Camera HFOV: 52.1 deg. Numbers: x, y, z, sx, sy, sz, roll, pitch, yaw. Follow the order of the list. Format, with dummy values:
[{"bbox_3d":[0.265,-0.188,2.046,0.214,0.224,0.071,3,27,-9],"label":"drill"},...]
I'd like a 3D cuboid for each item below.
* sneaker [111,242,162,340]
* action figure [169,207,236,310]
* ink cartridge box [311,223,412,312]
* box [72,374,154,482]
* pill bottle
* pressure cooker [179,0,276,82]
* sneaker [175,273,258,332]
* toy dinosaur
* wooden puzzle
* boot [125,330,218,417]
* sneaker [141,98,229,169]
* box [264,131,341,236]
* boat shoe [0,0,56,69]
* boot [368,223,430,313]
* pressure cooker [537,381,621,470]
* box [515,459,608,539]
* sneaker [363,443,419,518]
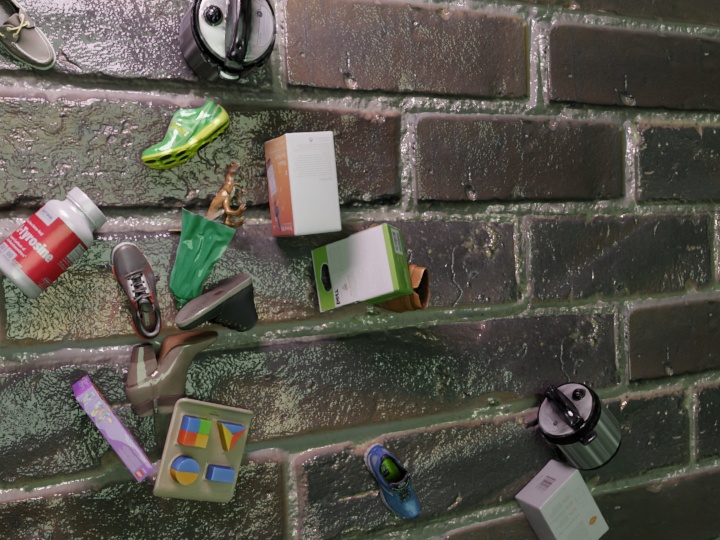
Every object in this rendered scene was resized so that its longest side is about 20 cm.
[{"bbox_3d":[-0.431,0.041,1.454,0.076,0.082,0.204,-22,100,-23],"label":"sneaker"},{"bbox_3d":[-0.338,-0.012,1.497,0.116,0.055,0.204,22,99,2],"label":"action figure"},{"bbox_3d":[0.000,0.000,1.617,0.075,0.197,0.151,14,62,-61],"label":"ink cartridge box"},{"bbox_3d":[-0.476,0.300,1.411,0.039,0.136,0.202,-36,106,-19],"label":"box"},{"bbox_3d":[-0.574,-0.055,1.368,0.200,0.112,0.113,-48,109,-17],"label":"pill bottle"},{"bbox_3d":[-0.259,-0.470,1.449,0.178,0.199,0.177,-41,106,-19],"label":"pressure cooker"},{"bbox_3d":[-0.282,0.096,1.500,0.199,0.074,0.108,-34,118,-42],"label":"sneaker"},{"bbox_3d":[-0.295,-0.129,1.538,0.105,0.061,0.202,32,80,14],"label":"toy dinosaur"},{"bbox_3d":[-0.316,0.378,1.517,0.183,0.046,0.204,19,84,-38],"label":"wooden puzzle"},{"bbox_3d":[-0.379,0.213,1.499,0.196,0.070,0.150,-10,102,-24],"label":"boot"},{"bbox_3d":[-0.362,-0.276,1.495,0.199,0.074,0.084,-36,81,-17],"label":"sneaker"},{"bbox_3d":[-0.124,-0.178,1.546,0.104,0.152,0.205,-7,94,-25],"label":"box"},{"bbox_3d":[-0.646,-0.457,1.352,0.202,0.060,0.072,47,73,-19],"label":"boat shoe"},{"bbox_3d":[0.083,-0.005,1.647,0.076,0.154,0.205,-6,95,-41],"label":"boot"},{"bbox_3d":[0.545,0.383,1.864,0.200,0.174,0.181,47,53,-28],"label":"pressure cooker"},{"bbox_3d":[0.521,0.626,1.903,0.151,0.106,0.202,-35,105,-21],"label":"box"},{"bbox_3d":[0.081,0.498,1.703,0.078,0.089,0.202,-37,106,-18],"label":"sneaker"}]
